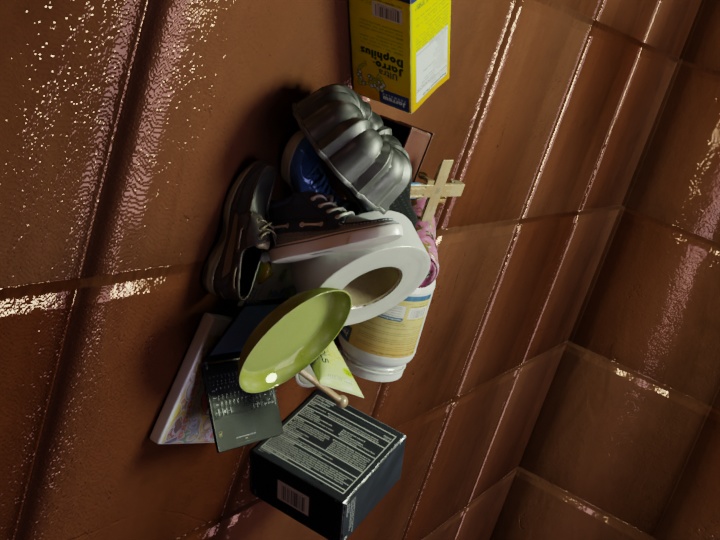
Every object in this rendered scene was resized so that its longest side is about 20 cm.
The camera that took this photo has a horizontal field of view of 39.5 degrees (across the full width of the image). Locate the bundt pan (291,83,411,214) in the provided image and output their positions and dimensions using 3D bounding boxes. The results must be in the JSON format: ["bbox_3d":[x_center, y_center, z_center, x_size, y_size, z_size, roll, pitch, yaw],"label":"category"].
[{"bbox_3d":[-0.001,-0.178,1.384,0.076,0.202,0.202,-39,159,13],"label":"bundt pan"}]

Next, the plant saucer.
[{"bbox_3d":[-0.098,0.091,1.409,0.200,0.031,0.200,-35,156,-18],"label":"plant saucer"}]

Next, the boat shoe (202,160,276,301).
[{"bbox_3d":[-0.148,-0.050,1.373,0.074,0.073,0.200,-6,118,-62],"label":"boat shoe"}]

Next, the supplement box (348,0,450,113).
[{"bbox_3d":[0.058,-0.351,1.461,0.109,0.109,0.200,-46,149,-34],"label":"supplement box"}]

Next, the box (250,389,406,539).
[{"bbox_3d":[-0.056,0.345,1.774,0.198,0.200,0.123,-40,145,-42],"label":"box"}]

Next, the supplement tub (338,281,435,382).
[{"bbox_3d":[0.042,0.083,1.790,0.145,0.145,0.200,-20,130,-57],"label":"supplement tub"}]

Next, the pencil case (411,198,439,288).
[{"bbox_3d":[0.091,-0.060,1.723,0.200,0.083,0.087,-90,167,-48],"label":"pencil case"}]

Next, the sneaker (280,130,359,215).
[{"bbox_3d":[-0.050,-0.110,1.467,0.077,0.111,0.200,-45,149,-36],"label":"sneaker"}]

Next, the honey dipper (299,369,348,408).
[{"bbox_3d":[-0.087,0.175,1.647,0.200,0.038,0.038,43,72,-37],"label":"honey dipper"}]

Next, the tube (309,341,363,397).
[{"bbox_3d":[-0.055,0.134,1.546,0.058,0.200,0.052,-19,119,-9],"label":"tube"}]

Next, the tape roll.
[{"bbox_3d":[0.000,0.000,1.489,0.202,0.071,0.203,-21,153,-12],"label":"tape roll"}]

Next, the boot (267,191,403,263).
[{"bbox_3d":[-0.041,-0.070,1.368,0.073,0.200,0.090,10,71,-67],"label":"boot"}]

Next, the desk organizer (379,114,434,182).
[{"bbox_3d":[0.041,-0.150,1.661,0.077,0.072,0.200,5,108,-62],"label":"desk organizer"}]

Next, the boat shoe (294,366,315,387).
[{"bbox_3d":[-0.076,0.095,1.671,0.074,0.060,0.200,2,111,-21],"label":"boat shoe"}]

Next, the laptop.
[{"bbox_3d":[-0.142,0.149,1.475,0.177,0.103,0.200,-1,78,-62],"label":"laptop"}]

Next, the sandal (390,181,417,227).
[{"bbox_3d":[0.042,-0.114,1.566,0.075,0.048,0.201,-36,151,-12],"label":"sandal"}]

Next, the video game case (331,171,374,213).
[{"bbox_3d":[-0.006,-0.114,1.523,0.019,0.143,0.200,-35,152,-1],"label":"video game case"}]

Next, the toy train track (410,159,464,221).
[{"bbox_3d":[0.085,-0.136,1.636,0.200,0.033,0.115,-5,126,-38],"label":"toy train track"}]

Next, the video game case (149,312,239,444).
[{"bbox_3d":[-0.218,0.165,1.498,0.200,0.023,0.182,-66,155,2],"label":"video game case"}]

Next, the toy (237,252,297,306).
[{"bbox_3d":[-0.117,0.004,1.518,0.115,0.047,0.200,-64,155,6],"label":"toy"}]
